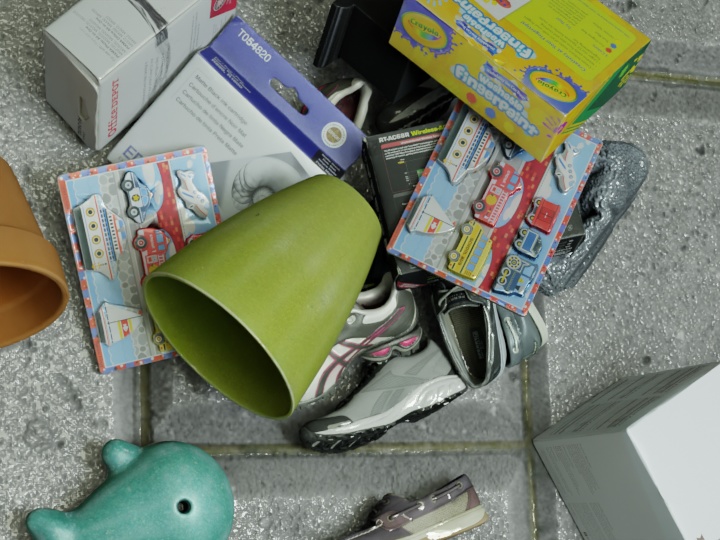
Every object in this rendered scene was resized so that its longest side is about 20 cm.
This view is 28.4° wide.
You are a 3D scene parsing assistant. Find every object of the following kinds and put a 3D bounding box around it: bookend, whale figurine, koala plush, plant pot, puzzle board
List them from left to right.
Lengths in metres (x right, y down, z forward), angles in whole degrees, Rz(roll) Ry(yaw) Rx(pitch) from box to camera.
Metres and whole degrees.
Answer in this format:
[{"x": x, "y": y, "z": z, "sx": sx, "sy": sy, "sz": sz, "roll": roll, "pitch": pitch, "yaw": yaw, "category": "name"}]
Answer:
[{"x": -0.379, "y": -0.022, "z": 1.313, "sx": 0.198, "sy": 0.200, "sz": 0.141, "roll": -6, "pitch": 66, "yaw": -23, "category": "plant pot"}, {"x": -0.215, "y": 0.239, "z": 1.368, "sx": 0.198, "sy": 0.104, "sz": 0.161, "roll": -13, "pitch": 86, "yaw": -24, "category": "whale figurine"}, {"x": -0.207, "y": -0.011, "z": 1.422, "sx": 0.149, "sy": 0.017, "sz": 0.202, "roll": -13, "pitch": 99, "yaw": -15, "category": "puzzle board"}, {"x": -0.076, "y": 0.006, "z": 1.373, "sx": 0.187, "sy": 0.187, "sz": 0.200, "roll": 46, "pitch": 64, "yaw": -8, "category": "plant pot"}, {"x": 0.093, "y": -0.230, "z": 1.502, "sx": 0.200, "sy": 0.092, "sz": 0.198, "roll": 41, "pitch": 52, "yaw": 14, "category": "bookend"}, {"x": 0.133, "y": -0.074, "z": 1.396, "sx": 0.150, "sy": 0.017, "sz": 0.201, "roll": 25, "pitch": 73, "yaw": 5, "category": "puzzle board"}, {"x": 0.192, "y": -0.102, "z": 1.566, "sx": 0.199, "sy": 0.177, "sz": 0.185, "roll": 37, "pitch": 100, "yaw": 12, "category": "koala plush"}]

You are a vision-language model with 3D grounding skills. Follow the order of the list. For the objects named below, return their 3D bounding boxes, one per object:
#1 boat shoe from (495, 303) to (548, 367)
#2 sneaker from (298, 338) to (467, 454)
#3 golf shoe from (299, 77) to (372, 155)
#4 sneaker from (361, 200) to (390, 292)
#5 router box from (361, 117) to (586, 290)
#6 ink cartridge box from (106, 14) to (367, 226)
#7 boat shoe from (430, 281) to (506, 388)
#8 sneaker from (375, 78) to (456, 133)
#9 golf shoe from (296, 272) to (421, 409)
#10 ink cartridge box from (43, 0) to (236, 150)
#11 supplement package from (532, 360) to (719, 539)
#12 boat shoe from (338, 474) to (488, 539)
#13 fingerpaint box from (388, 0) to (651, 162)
[{"x": 0.131, "y": 0.018, "z": 1.572, "sx": 0.062, "sy": 0.073, "sz": 0.201, "roll": -41, "pitch": 101, "yaw": -27, "category": "boat shoe"}, {"x": 0.016, "y": 0.135, "z": 1.509, "sx": 0.199, "sy": 0.074, "sz": 0.080, "roll": -22, "pitch": 78, "yaw": -29, "category": "sneaker"}, {"x": -0.052, "y": -0.123, "z": 1.515, "sx": 0.077, "sy": 0.088, "sz": 0.201, "roll": 30, "pitch": 72, "yaw": -16, "category": "golf shoe"}, {"x": 0.000, "y": 0.000, "z": 1.521, "sx": 0.083, "sy": 0.072, "sz": 0.200, "roll": 47, "pitch": 67, "yaw": -9, "category": "sneaker"}, {"x": 0.111, "y": -0.076, "z": 1.438, "sx": 0.198, "sy": 0.062, "sz": 0.151, "roll": -12, "pitch": 74, "yaw": -6, "category": "router box"}, {"x": -0.122, "y": -0.123, "z": 1.460, "sx": 0.199, "sy": 0.041, "sz": 0.200, "roll": 41, "pitch": 93, "yaw": -5, "category": "ink cartridge box"}, {"x": 0.112, "y": 0.029, "z": 1.520, "sx": 0.071, "sy": 0.071, "sz": 0.202, "roll": -19, "pitch": 98, "yaw": 15, "category": "boat shoe"}, {"x": 0.080, "y": -0.219, "z": 1.606, "sx": 0.080, "sy": 0.074, "sz": 0.200, "roll": 46, "pitch": 62, "yaw": 7, "category": "sneaker"}, {"x": -0.032, "y": 0.070, "z": 1.463, "sx": 0.199, "sy": 0.077, "sz": 0.089, "roll": -28, "pitch": 133, "yaw": -19, "category": "golf shoe"}, {"x": -0.220, "y": -0.234, "z": 1.427, "sx": 0.083, "sy": 0.145, "sz": 0.200, "roll": 43, "pitch": 66, "yaw": 8, "category": "ink cartridge box"}, {"x": 0.321, "y": 0.207, "z": 1.543, "sx": 0.150, "sy": 0.200, "sz": 0.153, "roll": -30, "pitch": 92, "yaw": -24, "category": "supplement package"}, {"x": 0.038, "y": 0.265, "z": 1.490, "sx": 0.198, "sy": 0.072, "sz": 0.065, "roll": -14, "pitch": 73, "yaw": -21, "category": "boat shoe"}, {"x": 0.157, "y": -0.226, "z": 1.414, "sx": 0.200, "sy": 0.074, "sz": 0.167, "roll": 39, "pitch": 53, "yaw": 13, "category": "fingerpaint box"}]
